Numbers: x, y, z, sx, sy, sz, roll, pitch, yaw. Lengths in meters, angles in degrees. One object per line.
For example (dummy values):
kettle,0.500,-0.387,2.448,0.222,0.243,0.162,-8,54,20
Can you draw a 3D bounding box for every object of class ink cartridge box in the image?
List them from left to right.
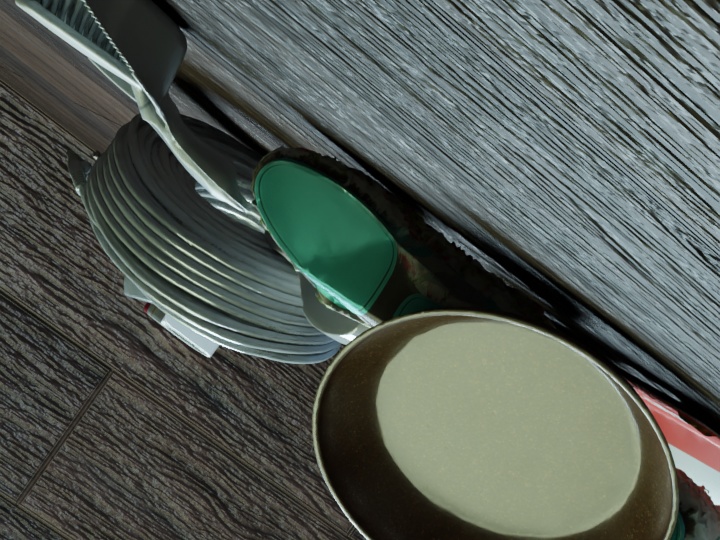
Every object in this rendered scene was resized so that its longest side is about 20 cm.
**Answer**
ink cartridge box,-0.202,0.024,2.804,0.085,0.148,0.200,36,177,-14
ink cartridge box,0.189,0.119,1.236,0.200,0.047,0.160,37,176,-37

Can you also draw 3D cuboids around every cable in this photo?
cable,-0.086,-0.023,1.409,0.199,0.070,0.200,22,-157,-29

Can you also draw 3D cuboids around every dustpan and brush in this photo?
dustpan and brush,-0.120,-0.108,1.130,0.200,0.057,0.139,38,176,-22

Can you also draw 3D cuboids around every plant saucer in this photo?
plant saucer,0.073,0.093,1.130,0.199,0.037,0.202,12,129,15

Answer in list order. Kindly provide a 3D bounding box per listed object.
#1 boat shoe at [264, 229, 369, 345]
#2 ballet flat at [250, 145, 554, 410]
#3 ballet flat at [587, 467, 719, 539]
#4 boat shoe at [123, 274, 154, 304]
boat shoe,0.000,0.000,1.285,0.069,0.071,0.200,29,-173,-24
ballet flat,0.026,0.002,1.165,0.200,0.076,0.064,41,-152,2
ballet flat,0.124,0.100,1.200,0.200,0.072,0.072,42,180,29
boat shoe,-0.066,-0.003,1.531,0.200,0.087,0.075,9,180,-10
